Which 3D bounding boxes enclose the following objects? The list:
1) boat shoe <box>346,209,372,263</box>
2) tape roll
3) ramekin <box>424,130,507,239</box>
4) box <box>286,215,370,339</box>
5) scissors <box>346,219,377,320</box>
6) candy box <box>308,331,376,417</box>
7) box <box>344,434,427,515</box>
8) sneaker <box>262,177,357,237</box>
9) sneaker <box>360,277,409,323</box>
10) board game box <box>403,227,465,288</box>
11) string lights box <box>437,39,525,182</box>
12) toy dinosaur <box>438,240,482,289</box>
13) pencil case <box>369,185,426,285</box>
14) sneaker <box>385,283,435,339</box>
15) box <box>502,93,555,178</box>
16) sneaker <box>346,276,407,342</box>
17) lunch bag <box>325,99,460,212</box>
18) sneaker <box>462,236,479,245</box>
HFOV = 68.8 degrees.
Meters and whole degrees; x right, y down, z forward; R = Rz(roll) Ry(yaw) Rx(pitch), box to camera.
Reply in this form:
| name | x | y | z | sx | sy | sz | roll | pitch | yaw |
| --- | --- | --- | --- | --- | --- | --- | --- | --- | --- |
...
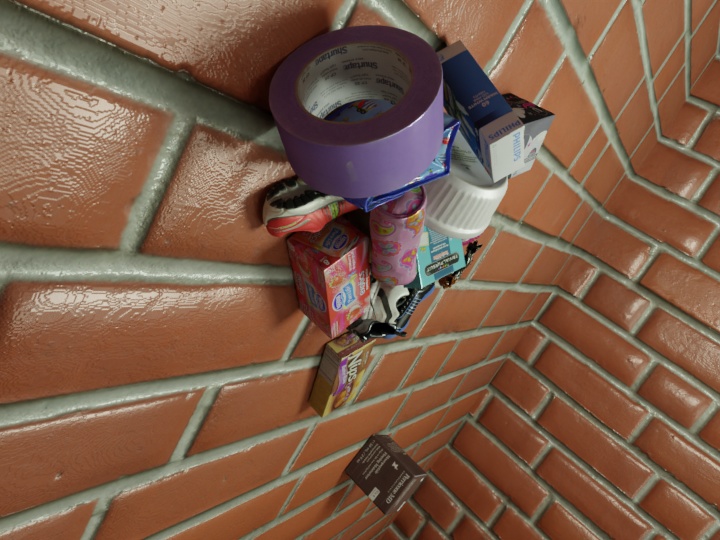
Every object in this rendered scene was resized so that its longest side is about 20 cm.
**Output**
| name | x | y | z | sx | sy | sz | roll | pitch | yaw |
| --- | --- | --- | --- | --- | --- | --- | --- | --- | --- |
| boat shoe | 0.020 | -0.102 | 0.912 | 0.201 | 0.070 | 0.070 | 80 | 28 | -46 |
| tape roll | -0.002 | -0.189 | 0.618 | 0.200 | 0.200 | 0.085 | -42 | 150 | -17 |
| ramekin | 0.152 | -0.158 | 0.873 | 0.201 | 0.203 | 0.094 | -24 | 159 | -41 |
| box | -0.049 | 0.011 | 0.896 | 0.099 | 0.095 | 0.201 | -37 | 149 | -25 |
| scissors | 0.000 | 0.000 | 0.943 | 0.014 | 0.073 | 0.201 | -29 | 131 | -20 |
| candy box | -0.043 | 0.234 | 1.213 | 0.116 | 0.056 | 0.201 | -22 | 141 | -44 |
| box | 0.089 | 0.693 | 1.804 | 0.166 | 0.200 | 0.164 | -52 | 152 | -1 |
| sneaker | -0.056 | -0.100 | 0.787 | 0.198 | 0.077 | 0.085 | -16 | 145 | -29 |
| sneaker | 0.064 | 0.023 | 1.046 | 0.074 | 0.079 | 0.201 | 95 | 15 | -58 |
| board game box | 0.125 | -0.085 | 0.990 | 0.150 | 0.047 | 0.202 | -22 | 106 | -43 |
| string lights box | 0.183 | -0.249 | 0.821 | 0.059 | 0.201 | 0.103 | -27 | 151 | 5 |
| toy dinosaur | 0.216 | -0.011 | 1.233 | 0.101 | 0.201 | 0.137 | 10 | 118 | -16 |
| pencil case | 0.054 | -0.056 | 0.819 | 0.087 | 0.087 | 0.201 | -40 | 156 | -20 |
| sneaker | 0.104 | 0.068 | 1.236 | 0.200 | 0.070 | 0.078 | -49 | 151 | -21 |
| box | 0.276 | -0.259 | 1.049 | 0.199 | 0.114 | 0.133 | -25 | 142 | -41 |
| sneaker | 0.054 | 0.082 | 1.086 | 0.199 | 0.140 | 0.078 | -35 | 149 | -28 |
| lunch bag | 0.012 | -0.164 | 0.722 | 0.199 | 0.150 | 0.095 | -35 | 148 | -29 |
| sneaker | 0.167 | -0.076 | 1.145 | 0.199 | 0.089 | 0.081 | -30 | 155 | 6 |
